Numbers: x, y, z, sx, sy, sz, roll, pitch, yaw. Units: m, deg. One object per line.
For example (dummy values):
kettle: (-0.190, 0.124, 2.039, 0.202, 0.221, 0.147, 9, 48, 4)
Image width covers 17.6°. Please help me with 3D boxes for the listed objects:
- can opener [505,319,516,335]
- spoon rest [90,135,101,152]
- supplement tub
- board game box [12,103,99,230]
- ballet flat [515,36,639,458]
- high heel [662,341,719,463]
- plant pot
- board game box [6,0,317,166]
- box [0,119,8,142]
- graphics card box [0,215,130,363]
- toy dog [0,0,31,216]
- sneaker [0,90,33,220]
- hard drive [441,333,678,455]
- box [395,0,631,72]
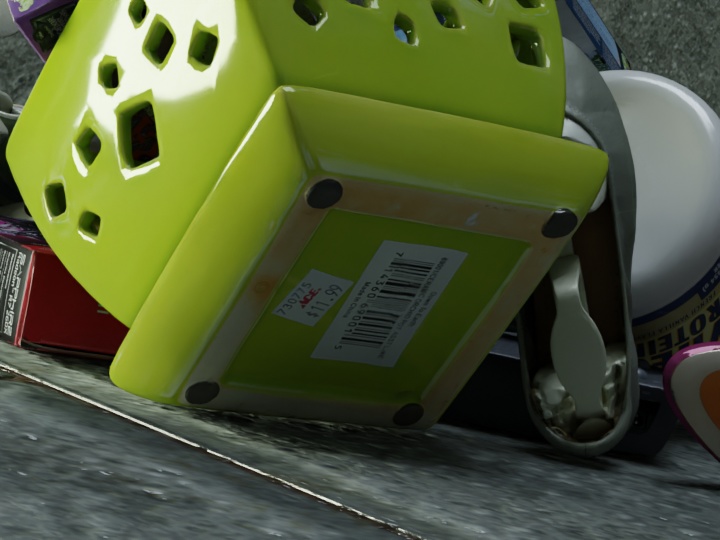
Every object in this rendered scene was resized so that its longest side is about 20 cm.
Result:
can opener: (0.131, 0.053, 1.506, 0.199, 0.054, 0.067, 7, -27, -45)
spoon rest: (-0.093, -0.145, 1.113, 0.099, 0.200, 0.061, 15, 36, -39)
supplement tub: (0.158, -0.008, 1.306, 0.143, 0.145, 0.200, 13, -17, 25)
board game box: (-0.260, -0.060, 1.452, 0.199, 0.104, 0.105, 10, 4, -28)
ballet flat: (0.098, -0.011, 1.084, 0.067, 0.202, 0.064, -7, 5, 9)
high heel: (0.209, 0.067, 1.146, 0.199, 0.068, 0.096, 15, 11, -29)
plant pot: (-0.018, -0.045, 1.031, 0.198, 0.201, 0.182, 9, 41, -33)
board game box: (-0.072, -0.094, 1.114, 0.119, 0.032, 0.200, -25, -39, 7)
box: (-0.270, -0.075, 1.199, 0.109, 0.127, 0.200, 54, -1, -5)
graphics card box: (-0.143, 0.008, 1.173, 0.125, 0.051, 0.200, 9, 3, -27)
toy dog: (-0.146, -0.103, 1.235, 0.096, 0.202, 0.132, -11, -32, 38)
sneaker: (-0.223, -0.066, 1.341, 0.198, 0.091, 0.067, -7, 4, 11)
hard drive: (0.067, 0.053, 1.195, 0.198, 0.043, 0.135, 12, 4, 8)
box: (0.040, -0.101, 1.294, 0.199, 0.038, 0.137, -18, -29, 17)
